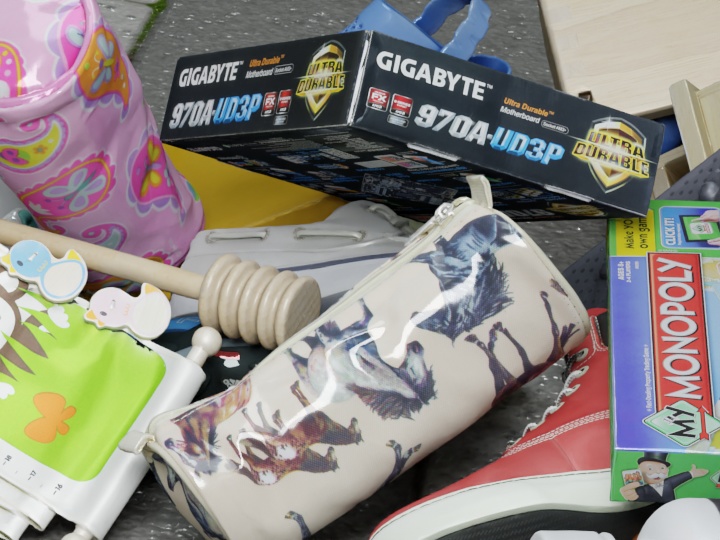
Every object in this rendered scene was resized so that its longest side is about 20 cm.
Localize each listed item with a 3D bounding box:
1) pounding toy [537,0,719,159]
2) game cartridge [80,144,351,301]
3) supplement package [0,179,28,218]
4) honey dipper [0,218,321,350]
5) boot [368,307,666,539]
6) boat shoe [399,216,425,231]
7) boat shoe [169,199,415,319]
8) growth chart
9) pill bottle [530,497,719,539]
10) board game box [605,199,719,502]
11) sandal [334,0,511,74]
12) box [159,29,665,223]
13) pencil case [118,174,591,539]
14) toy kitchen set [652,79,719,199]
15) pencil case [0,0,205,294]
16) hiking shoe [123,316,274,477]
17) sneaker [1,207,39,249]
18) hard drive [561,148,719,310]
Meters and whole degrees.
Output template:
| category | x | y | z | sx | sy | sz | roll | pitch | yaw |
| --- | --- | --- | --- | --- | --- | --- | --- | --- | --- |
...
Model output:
| category | x | y | z | sx | sy | sz | roll | pitch | yaw |
| --- | --- | --- | --- | --- | --- | --- | --- | --- | --- |
| pounding toy | 0.209 | -0.102 | 1.550 | 0.183 | 0.143 | 0.200 | -14 | -15 | 4 |
| game cartridge | -0.058 | -0.047 | 1.448 | 0.176 | 0.033 | 0.200 | -21 | 23 | 11 |
| supplement package | -0.243 | -0.113 | 1.436 | 0.190 | 0.201 | 0.147 | 3 | 24 | -4 |
| honey dipper | -0.112 | -0.005 | 1.243 | 0.199 | 0.038 | 0.038 | 17 | 26 | 24 |
| boot | 0.083 | 0.079 | 1.172 | 0.199 | 0.073 | 0.144 | -16 | 37 | -11 |
| boat shoe | 0.018 | 0.013 | 1.367 | 0.076 | 0.072 | 0.200 | -36 | 30 | -24 |
| boat shoe | 0.000 | 0.000 | 1.300 | 0.199 | 0.072 | 0.066 | -8 | 58 | 29 |
| growth chart | -0.174 | 0.043 | 1.184 | 0.199 | 0.018 | 0.145 | 21 | 66 | 3 |
| pill bottle | 0.164 | 0.145 | 1.033 | 0.199 | 0.112 | 0.112 | 2 | 23 | -6 |
| board game box | 0.173 | 0.032 | 1.148 | 0.134 | 0.029 | 0.200 | 3 | 32 | 3 |
| sandal | 0.008 | -0.133 | 1.684 | 0.199 | 0.088 | 0.079 | -8 | 28 | -24 |
| box | 0.019 | -0.062 | 1.236 | 0.158 | 0.046 | 0.200 | 16 | -7 | -27 |
| pencil case | -0.002 | 0.048 | 1.155 | 0.200 | 0.090 | 0.078 | -35 | 4 | -8 |
| toy kitchen set | 0.226 | 0.007 | 1.449 | 0.163 | 0.181 | 0.200 | -24 | -28 | 26 |
| pencil case | -0.139 | -0.064 | 1.289 | 0.087 | 0.200 | 0.088 | -5 | 63 | 10 |
| hiking shoe | -0.044 | 0.046 | 1.266 | 0.199 | 0.075 | 0.087 | -1 | 25 | -15 |
| sneaker | -0.220 | 0.033 | 1.288 | 0.091 | 0.078 | 0.200 | -6 | 17 | 17 |
| hard drive | 0.169 | 0.030 | 1.283 | 0.042 | 0.135 | 0.200 | 41 | 19 | -29 |
